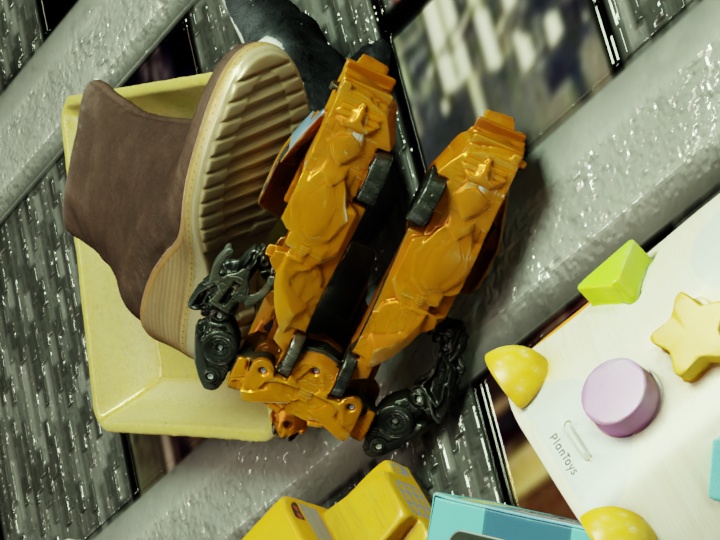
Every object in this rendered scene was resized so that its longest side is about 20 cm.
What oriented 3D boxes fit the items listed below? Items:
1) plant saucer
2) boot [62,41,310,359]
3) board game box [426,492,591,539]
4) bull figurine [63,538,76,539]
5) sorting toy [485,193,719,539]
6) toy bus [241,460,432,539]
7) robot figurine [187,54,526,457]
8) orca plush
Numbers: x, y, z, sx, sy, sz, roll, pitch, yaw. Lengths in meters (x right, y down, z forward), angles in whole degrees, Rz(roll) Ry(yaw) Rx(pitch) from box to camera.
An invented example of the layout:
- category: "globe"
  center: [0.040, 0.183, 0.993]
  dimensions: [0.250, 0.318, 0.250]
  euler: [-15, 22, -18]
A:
- category: "plant saucer"
  center: [-0.094, -0.008, 1.447]
  dimensions: [0.200, 0.048, 0.201]
  euler: [-2, 94, 55]
- category: "boot"
  center: [-0.104, -0.061, 1.344]
  dimensions: [0.166, 0.072, 0.200]
  euler: [43, 134, 39]
- category: "board game box"
  center: [0.077, 0.213, 1.177]
  dimensions: [0.151, 0.047, 0.201]
  euler: [6, 84, 56]
- category: "bull figurine"
  center: [-0.127, 0.225, 1.436]
  dimensions: [0.065, 0.121, 0.200]
  euler: [-50, 37, 7]
- category: "sorting toy"
  center: [0.162, 0.034, 1.074]
  dimensions: [0.180, 0.107, 0.200]
  euler: [-46, 47, 17]
- category: "toy bus"
  center: [-0.043, 0.182, 1.308]
  dimensions: [0.200, 0.078, 0.065]
  euler: [-48, 45, 17]
- category: "robot figurine"
  center: [0.000, 0.000, 1.276]
  dimensions: [0.058, 0.145, 0.200]
  euler: [-76, 11, -61]
- category: "orca plush"
  center: [-0.014, -0.100, 1.377]
  dimensions: [0.105, 0.071, 0.200]
  euler: [63, -179, -40]
